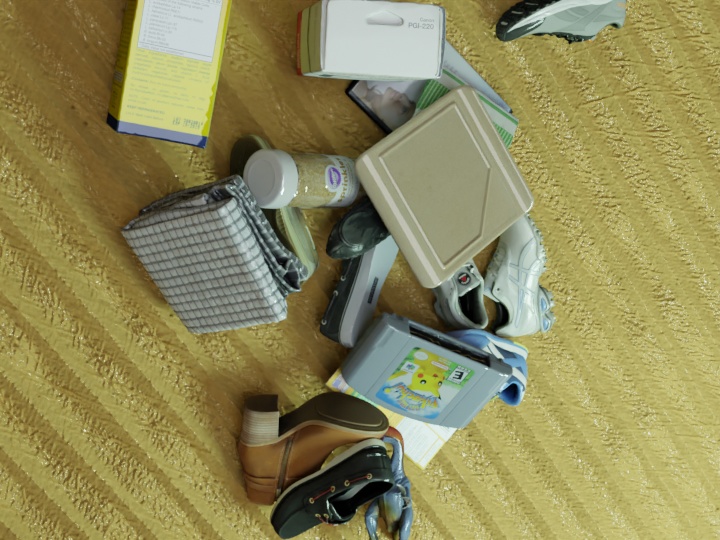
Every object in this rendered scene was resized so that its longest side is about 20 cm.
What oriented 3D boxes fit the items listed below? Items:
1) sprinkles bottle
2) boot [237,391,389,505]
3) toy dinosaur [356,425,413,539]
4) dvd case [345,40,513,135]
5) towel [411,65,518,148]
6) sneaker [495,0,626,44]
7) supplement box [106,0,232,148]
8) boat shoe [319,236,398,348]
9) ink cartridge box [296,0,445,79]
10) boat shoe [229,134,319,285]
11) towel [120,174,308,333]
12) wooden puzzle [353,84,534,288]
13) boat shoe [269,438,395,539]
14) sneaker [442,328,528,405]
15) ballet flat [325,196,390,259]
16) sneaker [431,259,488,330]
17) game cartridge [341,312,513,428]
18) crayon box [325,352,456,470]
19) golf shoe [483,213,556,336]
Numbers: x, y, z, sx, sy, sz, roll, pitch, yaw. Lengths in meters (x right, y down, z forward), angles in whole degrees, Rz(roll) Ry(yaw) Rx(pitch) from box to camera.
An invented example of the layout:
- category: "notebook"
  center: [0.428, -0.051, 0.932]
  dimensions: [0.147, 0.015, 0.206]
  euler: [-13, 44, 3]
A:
- category: "sprinkles bottle"
  center: [-0.055, -0.110, 1.385]
  dimensions: [0.199, 0.068, 0.069]
  euler: [-3, 106, -53]
- category: "boot"
  center: [-0.062, 0.242, 1.486]
  dimensions: [0.196, 0.074, 0.157]
  euler: [5, 117, 5]
- category: "toy dinosaur"
  center: [0.032, 0.299, 1.542]
  dimensions: [0.103, 0.200, 0.185]
  euler: [11, 91, 15]
- category: "dvd case"
  center: [0.092, -0.222, 1.488]
  dimensions: [0.200, 0.018, 0.143]
  euler: [41, 86, -23]
- category: "towel"
  center: [0.118, -0.147, 1.455]
  dimensions: [0.151, 0.023, 0.203]
  euler: [31, 69, -23]
- category: "sneaker"
  center: [0.272, -0.333, 1.500]
  dimensions: [0.197, 0.074, 0.081]
  euler: [-19, 113, -15]
- category: "supplement box"
  center: [-0.223, -0.256, 1.320]
  dimensions: [0.107, 0.109, 0.204]
  euler: [9, 100, -21]
- category: "boat shoe"
  center: [0.000, 0.000, 1.480]
  dimensions: [0.069, 0.056, 0.203]
  euler: [38, 69, -61]
- category: "ink cartridge box"
  center: [0.007, -0.269, 1.338]
  dimensions: [0.143, 0.200, 0.086]
  euler: [1, 96, -11]
- category: "boat shoe"
  center: [-0.105, -0.080, 1.431]
  dimensions: [0.063, 0.072, 0.203]
  euler: [-43, 116, -53]
- category: "towel"
  center: [-0.171, -0.020, 1.350]
  dimensions: [0.086, 0.198, 0.167]
  euler: [-47, 116, -42]
- category: "wooden puzzle"
  center: [0.105, -0.106, 1.411]
  dimensions: [0.199, 0.037, 0.187]
  euler: [-36, 101, -24]
- category: "boat shoe"
  center: [-0.040, 0.295, 1.459]
  dimensions: [0.200, 0.064, 0.073]
  euler: [-37, 141, 23]
- category: "sneaker"
  center: [0.158, 0.130, 1.525]
  dimensions: [0.198, 0.073, 0.084]
  euler: [16, 65, -38]
- category: "ballet flat"
  center: [0.031, -0.074, 1.435]
  dimensions: [0.199, 0.057, 0.067]
  euler: [-29, 90, -35]
- category: "sneaker"
  center: [0.123, -0.009, 1.506]
  dimensions: [0.074, 0.088, 0.202]
  euler: [-32, 110, -17]
- category: "game cartridge"
  center: [0.082, 0.136, 1.465]
  dimensions: [0.198, 0.041, 0.134]
  euler: [23, 130, -19]
- category: "crayon box"
  center: [0.052, 0.160, 1.541]
  dimensions: [0.200, 0.052, 0.126]
  euler: [43, 86, -23]
- category: "golf shoe"
  center: [0.205, 0.000, 1.550]
  dimensions: [0.096, 0.078, 0.203]
  euler: [-16, 106, -9]
